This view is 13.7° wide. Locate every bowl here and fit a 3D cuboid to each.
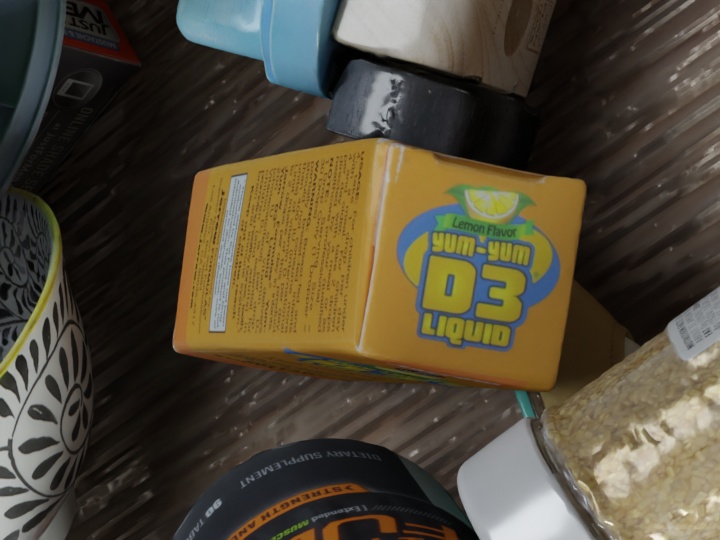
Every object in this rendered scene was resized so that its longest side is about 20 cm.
[{"bbox_3d":[-0.163,0.072,1.056,0.201,0.094,0.201,-27,28,16],"label":"bowl"}]

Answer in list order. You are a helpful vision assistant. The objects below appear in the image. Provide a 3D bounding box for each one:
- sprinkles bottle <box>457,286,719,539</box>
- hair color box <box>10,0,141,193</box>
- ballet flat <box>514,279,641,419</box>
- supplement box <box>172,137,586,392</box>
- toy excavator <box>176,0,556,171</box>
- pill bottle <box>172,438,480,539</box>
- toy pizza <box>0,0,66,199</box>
[{"bbox_3d":[0.123,0.025,0.812,0.200,0.068,0.068,-37,55,10],"label":"sprinkles bottle"},{"bbox_3d":[-0.175,-0.115,1.175,0.111,0.064,0.200,-49,53,24],"label":"hair color box"},{"bbox_3d":[0.090,0.081,0.889,0.063,0.069,0.200,-16,70,11],"label":"ballet flat"},{"bbox_3d":[0.000,0.000,0.923,0.200,0.067,0.069,171,109,-71],"label":"supplement box"},{"bbox_3d":[-0.024,-0.105,0.990,0.200,0.194,0.100,18,94,16],"label":"toy excavator"},{"bbox_3d":[0.008,0.127,0.860,0.106,0.106,0.200,-68,18,9],"label":"pill bottle"},{"bbox_3d":[-0.182,-0.072,1.098,0.200,0.032,0.200,-12,67,31],"label":"toy pizza"}]
